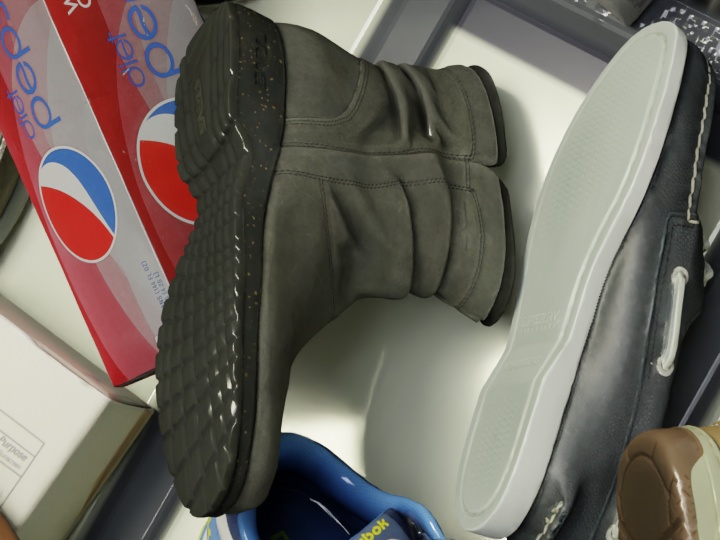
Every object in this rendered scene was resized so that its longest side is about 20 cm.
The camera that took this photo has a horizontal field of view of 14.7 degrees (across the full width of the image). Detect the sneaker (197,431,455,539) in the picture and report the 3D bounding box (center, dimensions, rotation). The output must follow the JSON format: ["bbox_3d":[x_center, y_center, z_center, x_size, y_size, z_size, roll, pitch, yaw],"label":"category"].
[{"bbox_3d":[0.016,0.136,0.992,0.200,0.082,0.074,40,58,21],"label":"sneaker"}]

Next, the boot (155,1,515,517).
[{"bbox_3d":[0.000,0.000,1.004,0.068,0.130,0.201,-38,43,54],"label":"boot"}]

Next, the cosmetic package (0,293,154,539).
[{"bbox_3d":[-0.181,0.104,1.079,0.105,0.071,0.200,37,91,12],"label":"cosmetic package"}]

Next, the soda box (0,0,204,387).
[{"bbox_3d":[-0.094,-0.063,1.052,0.063,0.070,0.201,-26,88,51],"label":"soda box"}]

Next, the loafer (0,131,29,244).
[{"bbox_3d":[-0.162,-0.090,1.124,0.075,0.070,0.201,14,83,22],"label":"loafer"}]

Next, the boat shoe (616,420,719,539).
[{"bbox_3d":[0.140,0.152,0.962,0.076,0.072,0.201,-4,92,-22],"label":"boat shoe"}]

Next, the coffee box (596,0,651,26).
[{"bbox_3d":[0.118,-0.209,1.044,0.114,0.080,0.200,42,94,22],"label":"coffee box"}]

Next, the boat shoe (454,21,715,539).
[{"bbox_3d":[0.093,0.010,1.016,0.060,0.076,0.201,23,85,-20],"label":"boat shoe"}]

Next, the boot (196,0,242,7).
[{"bbox_3d":[-0.042,-0.205,1.057,0.072,0.200,0.145,1,71,-25],"label":"boot"}]

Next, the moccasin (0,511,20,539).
[{"bbox_3d":[-0.194,0.070,1.007,0.074,0.078,0.202,-41,82,4],"label":"moccasin"}]
